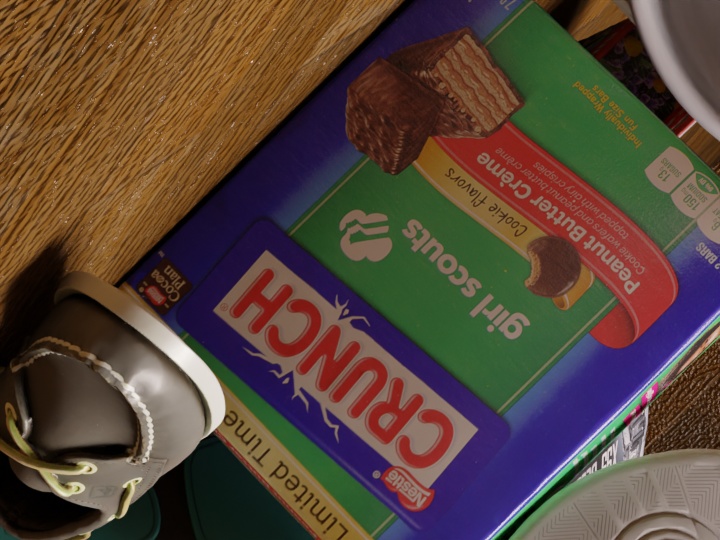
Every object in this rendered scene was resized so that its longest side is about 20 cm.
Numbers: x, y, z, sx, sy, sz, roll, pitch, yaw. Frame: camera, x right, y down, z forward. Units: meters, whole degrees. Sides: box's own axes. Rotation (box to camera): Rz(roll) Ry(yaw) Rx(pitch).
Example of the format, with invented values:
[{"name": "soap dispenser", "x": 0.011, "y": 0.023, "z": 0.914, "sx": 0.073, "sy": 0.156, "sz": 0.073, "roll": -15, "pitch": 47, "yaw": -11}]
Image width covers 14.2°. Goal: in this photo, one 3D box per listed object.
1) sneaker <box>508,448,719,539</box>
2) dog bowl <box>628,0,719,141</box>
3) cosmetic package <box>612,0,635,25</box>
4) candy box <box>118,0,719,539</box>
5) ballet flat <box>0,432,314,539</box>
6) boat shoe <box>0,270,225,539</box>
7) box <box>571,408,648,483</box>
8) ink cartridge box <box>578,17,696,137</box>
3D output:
[{"name": "sneaker", "x": 0.064, "y": 0.138, "z": 1.085, "sx": 0.200, "sy": 0.073, "sz": 0.112, "roll": -32, "pitch": 170, "yaw": -13}, {"name": "dog bowl", "x": 0.209, "y": -0.134, "z": 1.174, "sx": 0.200, "sy": 0.200, "sz": 0.079, "roll": -46, "pitch": 175, "yaw": 11}, {"name": "cosmetic package", "x": 0.208, "y": -0.171, "z": 1.306, "sx": 0.200, "sy": 0.104, "sz": 0.073, "roll": -44, "pitch": 130, "yaw": 5}, {"name": "candy box", "x": 0.031, "y": 0.008, "z": 1.088, "sx": 0.200, "sy": 0.169, "sz": 0.077, "roll": -45, "pitch": 167, "yaw": -3}, {"name": "ballet flat", "x": -0.077, "y": 0.102, "z": 1.155, "sx": 0.199, "sy": 0.068, "sz": 0.062, "roll": -1, "pitch": 157, "yaw": -12}, {"name": "boat shoe", "x": -0.097, "y": 0.054, "z": 1.008, "sx": 0.060, "sy": 0.072, "sz": 0.202, "roll": -48, "pitch": 179, "yaw": -18}, {"name": "box", "x": 0.024, "y": 0.083, "z": 1.429, "sx": 0.158, "sy": 0.200, "sz": 0.050, "roll": -35, "pitch": 135, "yaw": -60}, {"name": "ink cartridge box", "x": 0.111, "y": -0.075, "z": 1.418, "sx": 0.109, "sy": 0.050, "sz": 0.200, "roll": -43, "pitch": -173, "yaw": -15}]
